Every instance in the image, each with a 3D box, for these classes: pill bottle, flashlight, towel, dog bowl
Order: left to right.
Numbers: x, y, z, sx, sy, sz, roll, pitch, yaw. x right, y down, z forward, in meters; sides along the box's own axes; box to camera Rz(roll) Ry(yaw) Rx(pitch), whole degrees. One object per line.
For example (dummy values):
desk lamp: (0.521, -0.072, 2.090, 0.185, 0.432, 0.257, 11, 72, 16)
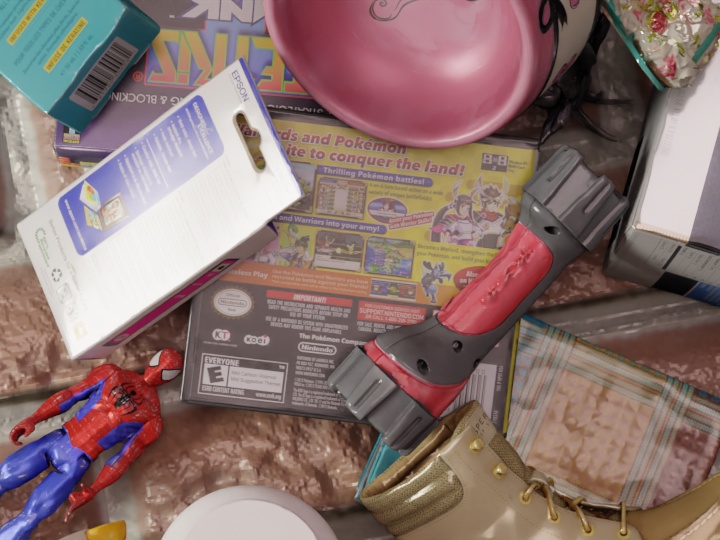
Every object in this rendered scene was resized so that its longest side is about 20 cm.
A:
pill bottle: (-0.063, 0.181, 1.411, 0.111, 0.200, 0.113, 1, 79, -3)
dog bowl: (0.032, -0.156, 1.421, 0.199, 0.201, 0.074, 26, 47, 2)
flashlight: (0.069, 0.014, 1.452, 0.068, 0.068, 0.200, 41, 92, -7)
towel: (0.114, 0.109, 1.524, 0.199, 0.022, 0.147, 22, 80, 1)

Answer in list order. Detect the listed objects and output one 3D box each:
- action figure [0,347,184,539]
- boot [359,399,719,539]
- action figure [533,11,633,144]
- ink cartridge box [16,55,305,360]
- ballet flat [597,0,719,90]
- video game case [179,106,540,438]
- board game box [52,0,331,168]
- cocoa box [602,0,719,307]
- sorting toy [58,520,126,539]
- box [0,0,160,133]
action figure: (-0.182, 0.116, 1.497, 0.200, 0.052, 0.065, -42, 80, -11)
boot: (0.116, 0.136, 1.460, 0.199, 0.073, 0.156, -33, 98, 13)
action figure: (0.082, -0.153, 1.533, 0.200, 0.102, 0.119, 48, 55, -28)
ink cartridge box: (-0.114, -0.034, 1.473, 0.200, 0.037, 0.095, -35, 71, 31)
ballet flat: (0.153, -0.184, 1.464, 0.064, 0.076, 0.200, -40, 56, 10)
video game case: (0.000, 0.000, 1.497, 0.199, 0.026, 0.182, 7, 92, -1)
board game box: (-0.083, -0.142, 1.544, 0.199, 0.057, 0.166, 4, 78, -2)
cocoa box: (0.241, -0.085, 1.508, 0.130, 0.133, 0.201, 16, 79, 1)
sorting toy: (-0.156, 0.252, 1.420, 0.106, 0.200, 0.181, -26, 84, -31)
box: (-0.219, -0.177, 1.510, 0.200, 0.049, 0.082, 40, 94, 23)
